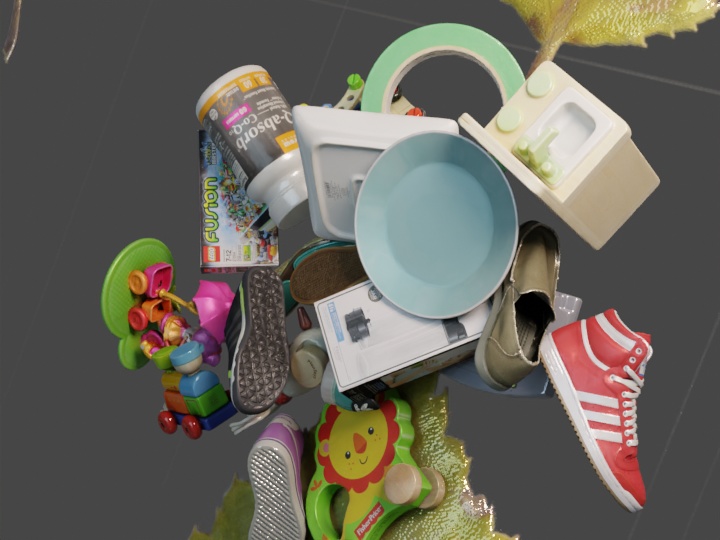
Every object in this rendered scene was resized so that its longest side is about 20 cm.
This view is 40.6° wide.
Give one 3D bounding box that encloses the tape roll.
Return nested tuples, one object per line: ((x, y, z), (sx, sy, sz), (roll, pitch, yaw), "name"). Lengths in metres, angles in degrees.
((0.100, -0.187, 1.153), (0.198, 0.048, 0.203), (1, 95, 7), "tape roll")

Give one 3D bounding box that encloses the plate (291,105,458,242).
((0.019, -0.095, 1.137), (0.198, 0.201, 0.032), (9, 46, 17), "plate")

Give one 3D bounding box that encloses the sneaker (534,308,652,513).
((0.271, 0.138, 1.001), (0.112, 0.071, 0.201), (-28, 77, 13), "sneaker")

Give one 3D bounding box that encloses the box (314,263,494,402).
((0.059, 0.057, 1.100), (0.198, 0.060, 0.118), (-21, 65, 11), "box")

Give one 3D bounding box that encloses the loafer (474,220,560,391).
((0.180, 0.032, 1.017), (0.069, 0.075, 0.202), (-23, 42, 51), "loafer")

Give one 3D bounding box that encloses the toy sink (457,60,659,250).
((0.213, -0.127, 1.018), (0.112, 0.200, 0.131), (-48, 56, 10), "toy sink")

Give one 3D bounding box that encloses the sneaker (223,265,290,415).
((-0.131, 0.091, 1.200), (0.083, 0.071, 0.202), (-42, 37, 48), "sneaker")

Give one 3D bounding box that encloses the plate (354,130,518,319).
((0.082, -0.049, 1.051), (0.198, 0.025, 0.203), (3, 95, 32), "plate")

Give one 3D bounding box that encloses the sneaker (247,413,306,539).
((-0.096, 0.280, 1.242), (0.072, 0.114, 0.203), (5, 112, 7), "sneaker")

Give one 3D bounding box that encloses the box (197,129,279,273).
((-0.170, -0.097, 1.357), (0.109, 0.035, 0.202), (-2, 75, -7), "box")

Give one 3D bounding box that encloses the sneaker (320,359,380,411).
((0.026, 0.078, 1.182), (0.079, 0.071, 0.202), (13, 72, 29), "sneaker")

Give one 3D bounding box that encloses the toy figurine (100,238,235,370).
((-0.247, 0.074, 1.370), (0.183, 0.150, 0.202), (17, 111, 28), "toy figurine")

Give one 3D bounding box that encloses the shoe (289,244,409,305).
((0.000, 0.000, 1.163), (0.199, 0.053, 0.071), (-20, 64, 33), "shoe")

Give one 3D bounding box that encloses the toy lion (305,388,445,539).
((-0.001, 0.244, 1.185), (0.201, 0.068, 0.192), (-53, 48, 15), "toy lion")

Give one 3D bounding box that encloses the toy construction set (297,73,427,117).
((0.017, -0.168, 1.240), (0.131, 0.092, 0.201), (-35, 67, -3), "toy construction set")

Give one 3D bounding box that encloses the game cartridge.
((0.148, 0.071, 1.127), (0.199, 0.041, 0.134), (18, 87, 37), "game cartridge")

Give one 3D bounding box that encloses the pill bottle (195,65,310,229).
((-0.124, -0.164, 1.302), (0.116, 0.116, 0.201), (-39, 79, 22), "pill bottle")

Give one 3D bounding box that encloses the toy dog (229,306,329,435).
((-0.096, 0.117, 1.249), (0.199, 0.132, 0.097), (-32, 85, 16), "toy dog")

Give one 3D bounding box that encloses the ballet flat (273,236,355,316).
((-0.077, 0.002, 1.293), (0.199, 0.070, 0.071), (-38, 60, 21), "ballet flat")

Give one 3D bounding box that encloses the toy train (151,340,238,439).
((-0.255, 0.155, 1.339), (0.199, 0.084, 0.117), (-2, 112, 52), "toy train")
